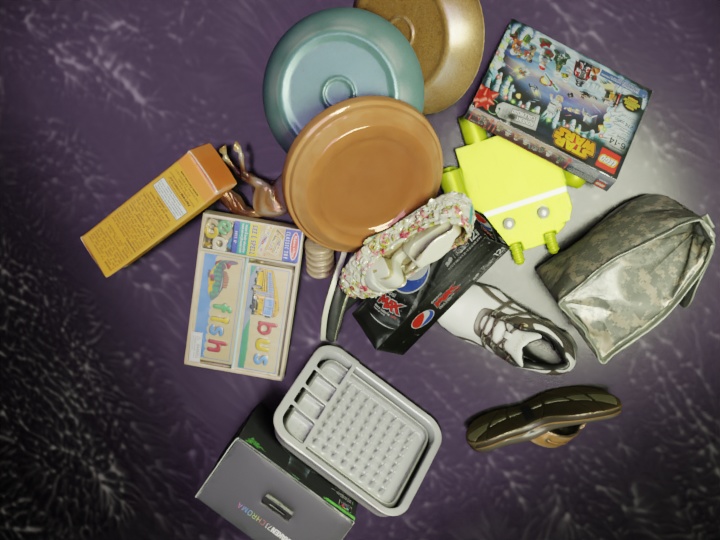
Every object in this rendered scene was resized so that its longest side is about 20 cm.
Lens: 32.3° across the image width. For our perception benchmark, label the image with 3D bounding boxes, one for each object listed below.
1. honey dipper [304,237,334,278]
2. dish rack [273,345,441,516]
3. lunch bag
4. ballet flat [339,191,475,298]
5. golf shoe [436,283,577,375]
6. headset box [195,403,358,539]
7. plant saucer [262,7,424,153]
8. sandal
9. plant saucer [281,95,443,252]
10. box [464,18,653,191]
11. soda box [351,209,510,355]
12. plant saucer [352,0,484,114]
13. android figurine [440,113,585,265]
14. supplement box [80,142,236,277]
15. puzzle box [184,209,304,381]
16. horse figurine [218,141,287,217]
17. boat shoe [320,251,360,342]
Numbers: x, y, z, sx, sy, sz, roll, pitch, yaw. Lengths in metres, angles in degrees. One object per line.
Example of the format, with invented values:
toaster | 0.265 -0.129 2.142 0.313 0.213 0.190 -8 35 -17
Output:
honey dipper | -0.054 -0.075 1.514 0.037 0.038 0.202 -1 133 2
dish rack | -0.007 0.205 1.550 0.199 0.172 0.044 36 134 -1
lunch bag | 0.328 -0.003 1.493 0.199 0.164 0.118 -38 102 7
ballet flat | 0.053 -0.020 1.463 0.199 0.064 0.075 -39 125 22
golf shoe | 0.180 0.072 1.547 0.198 0.094 0.079 21 97 2
headset box | -0.096 0.268 1.523 0.173 0.200 0.093 36 97 0
plant saucer | -0.024 -0.209 1.472 0.197 0.036 0.203 2 99 9
sandal | 0.232 0.198 1.566 0.198 0.082 0.055 -19 111 3
plant saucer | 0.007 -0.105 1.458 0.198 0.038 0.202 -9 123 -14
box | 0.242 -0.203 1.518 0.198 0.040 0.138 26 70 -1
soda box | 0.085 0.013 1.527 0.200 0.070 0.064 -47 59 18
plant saucer | 0.057 -0.286 1.491 0.198 0.035 0.203 13 112 36
android figurine | 0.192 -0.110 1.557 0.180 0.041 0.202 -16 93 4
supplement box | -0.251 -0.073 1.538 0.199 0.067 0.069 -36 92 23
puzzle box | -0.147 0.033 1.579 0.131 0.025 0.203 9 103 1
horse figurine | -0.098 -0.118 1.548 0.198 0.050 0.133 -25 105 20
boat shoe | 0.000 0.000 1.559 0.067 0.072 0.202 22 93 1
